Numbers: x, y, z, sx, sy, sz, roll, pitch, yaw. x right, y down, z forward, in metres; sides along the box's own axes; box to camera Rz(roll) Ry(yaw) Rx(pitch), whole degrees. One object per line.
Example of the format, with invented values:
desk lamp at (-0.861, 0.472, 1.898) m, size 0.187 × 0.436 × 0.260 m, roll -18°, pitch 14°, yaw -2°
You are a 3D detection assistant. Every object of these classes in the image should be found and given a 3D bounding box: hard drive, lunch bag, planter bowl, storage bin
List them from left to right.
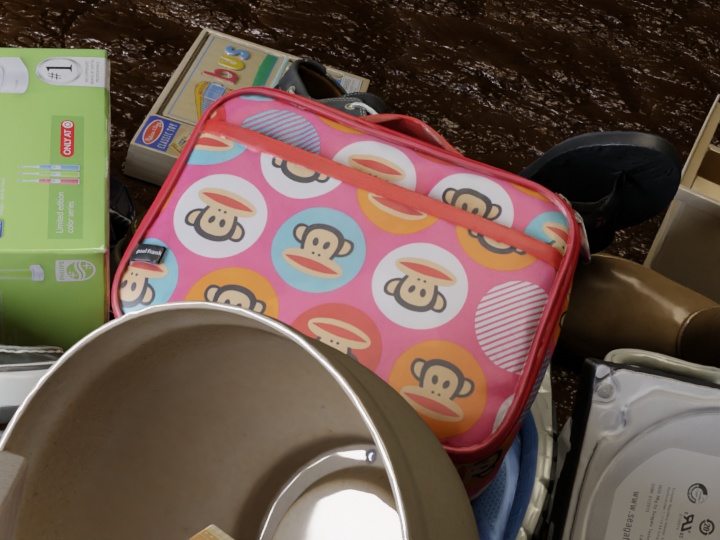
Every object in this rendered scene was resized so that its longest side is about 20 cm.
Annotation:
planter bowl at (-0.032, 0.120, 0.574) m, size 0.200 × 0.200 × 0.135 m, roll 41°, pitch 14°, yaw 32°
lunch bag at (0.000, 0.000, 0.705) m, size 0.200 × 0.082 × 0.176 m, roll 20°, pitch 62°, yaw 9°
hard drive at (0.188, 0.128, 0.689) m, size 0.200 × 0.140 × 0.038 m, roll 13°, pitch 2°, yaw -3°
storage bin at (0.310, -0.018, 1.025) m, size 0.200 × 0.094 × 0.199 m, roll 24°, pitch 33°, yaw 10°

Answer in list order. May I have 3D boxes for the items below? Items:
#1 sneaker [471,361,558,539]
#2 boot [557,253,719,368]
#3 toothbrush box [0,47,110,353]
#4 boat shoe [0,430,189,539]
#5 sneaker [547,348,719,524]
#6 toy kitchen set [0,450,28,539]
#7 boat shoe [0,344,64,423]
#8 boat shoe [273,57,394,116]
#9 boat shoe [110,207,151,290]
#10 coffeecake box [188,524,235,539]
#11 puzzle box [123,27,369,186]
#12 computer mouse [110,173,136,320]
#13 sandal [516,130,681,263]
sneaker at (0.052, 0.076, 0.750) m, size 0.089 × 0.079 × 0.200 m, roll 1°, pitch 54°, yaw 2°
boot at (0.194, 0.033, 0.821) m, size 0.175 × 0.066 × 0.200 m, roll 16°, pitch -2°, yaw -5°
toothbrush box at (-0.224, -0.035, 0.733) m, size 0.200 × 0.086 × 0.146 m, roll 0°, pitch 48°, yaw -11°
boat shoe at (-0.174, 0.094, 0.635) m, size 0.202 × 0.065 × 0.074 m, roll 7°, pitch 33°, yaw -17°
sneaker at (0.188, 0.119, 0.734) m, size 0.200 × 0.116 × 0.074 m, roll 31°, pitch 32°, yaw 16°
toy kitchen set at (-0.212, 0.156, 0.411) m, size 0.163 × 0.181 × 0.200 m, roll 16°, pitch 28°, yaw -2°
boat shoe at (-0.215, 0.034, 0.644) m, size 0.200 × 0.071 × 0.064 m, roll 2°, pitch 79°, yaw -9°
boat shoe at (-0.009, -0.075, 0.877) m, size 0.072 × 0.068 × 0.200 m, roll 33°, pitch 5°, yaw -32°
boat shoe at (-0.055, -0.021, 0.840) m, size 0.072 × 0.068 × 0.200 m, roll 45°, pitch 29°, yaw 12°
coffeecake box at (-0.028, 0.199, 0.421) m, size 0.153 × 0.200 × 0.073 m, roll 32°, pitch 35°, yaw 21°
puzzle box at (-0.072, -0.101, 1.023) m, size 0.133 × 0.025 × 0.200 m, roll 17°, pitch 32°, yaw -1°
computer mouse at (-0.182, -0.026, 0.837) m, size 0.200 × 0.046 × 0.140 m, roll 33°, pitch 29°, yaw 1°
sandal at (0.106, -0.023, 0.870) m, size 0.075 × 0.200 × 0.048 m, roll 30°, pitch 54°, yaw -30°
